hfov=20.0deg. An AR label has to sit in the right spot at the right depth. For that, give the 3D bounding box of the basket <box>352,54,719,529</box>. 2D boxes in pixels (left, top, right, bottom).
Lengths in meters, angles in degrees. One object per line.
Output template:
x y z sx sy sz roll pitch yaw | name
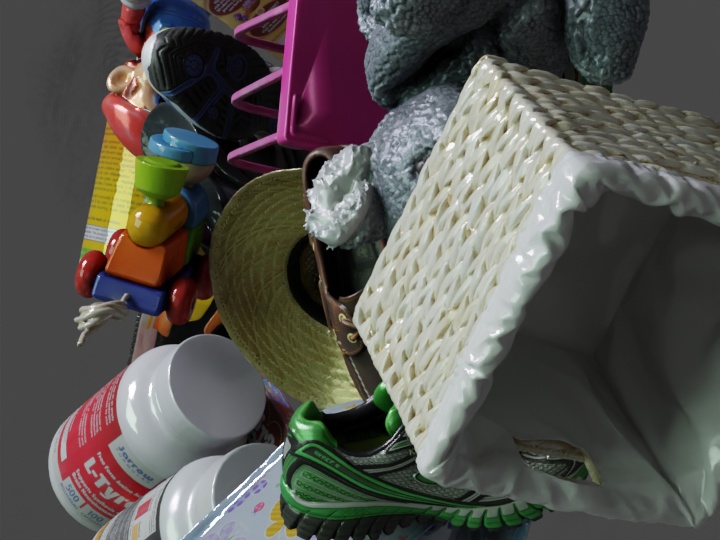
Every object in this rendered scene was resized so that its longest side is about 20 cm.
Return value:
0.127 0.009 1.129 0.201 0.197 0.161 -64 32 24 | basket

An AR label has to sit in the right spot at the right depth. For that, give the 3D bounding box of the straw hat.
0.000 0.000 1.438 0.201 0.201 0.085 -51 -4 37 | straw hat

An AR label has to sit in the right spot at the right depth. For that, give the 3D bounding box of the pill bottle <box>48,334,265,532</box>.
-0.157 0.127 1.604 0.200 0.112 0.113 -39 49 49 | pill bottle

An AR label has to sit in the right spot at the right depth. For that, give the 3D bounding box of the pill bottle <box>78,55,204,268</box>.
-0.166 -0.085 1.725 0.111 0.110 0.202 11 89 59 | pill bottle

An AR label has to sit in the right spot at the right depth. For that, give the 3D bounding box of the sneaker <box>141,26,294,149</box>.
-0.104 -0.134 1.543 0.077 0.200 0.076 13 85 36 | sneaker

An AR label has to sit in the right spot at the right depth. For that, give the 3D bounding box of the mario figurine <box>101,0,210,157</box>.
-0.138 -0.179 1.629 0.106 0.122 0.202 116 167 -78 | mario figurine

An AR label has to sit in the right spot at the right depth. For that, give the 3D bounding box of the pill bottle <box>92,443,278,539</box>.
-0.115 0.205 1.507 0.200 0.116 0.117 -38 49 49 | pill bottle

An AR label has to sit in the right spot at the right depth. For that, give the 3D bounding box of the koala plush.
0.059 -0.094 1.265 0.184 0.176 0.202 -176 96 -70 | koala plush

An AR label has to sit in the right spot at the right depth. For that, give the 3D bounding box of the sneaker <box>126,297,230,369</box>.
-0.137 0.069 1.670 0.201 0.089 0.070 105 -171 -54 | sneaker

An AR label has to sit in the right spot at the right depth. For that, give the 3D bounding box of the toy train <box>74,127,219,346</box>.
-0.147 -0.026 1.408 0.200 0.084 0.117 -52 -23 -73 | toy train

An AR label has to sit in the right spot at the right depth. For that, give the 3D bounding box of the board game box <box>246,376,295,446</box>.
-0.068 0.163 1.572 0.104 0.019 0.200 -65 33 20 | board game box

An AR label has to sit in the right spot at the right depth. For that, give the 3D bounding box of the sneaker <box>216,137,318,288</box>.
-0.072 -0.038 1.577 0.076 0.090 0.201 -57 38 29 | sneaker

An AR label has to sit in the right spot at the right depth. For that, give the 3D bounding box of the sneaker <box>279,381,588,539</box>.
0.049 0.108 1.233 0.078 0.198 0.086 -118 23 -59 | sneaker

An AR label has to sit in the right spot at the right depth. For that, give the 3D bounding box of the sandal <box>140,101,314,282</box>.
-0.110 -0.045 1.529 0.201 0.048 0.076 47 123 26 | sandal

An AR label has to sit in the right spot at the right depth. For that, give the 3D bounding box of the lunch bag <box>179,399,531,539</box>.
0.005 0.187 1.337 0.200 0.127 0.169 -45 37 -8 | lunch bag

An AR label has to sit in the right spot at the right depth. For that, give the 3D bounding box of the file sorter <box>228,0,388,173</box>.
-0.011 -0.166 1.461 0.125 0.138 0.202 -14 68 60 | file sorter

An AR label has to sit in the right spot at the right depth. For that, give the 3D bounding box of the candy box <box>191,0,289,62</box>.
-0.096 -0.237 1.571 0.056 0.199 0.117 -43 43 21 | candy box

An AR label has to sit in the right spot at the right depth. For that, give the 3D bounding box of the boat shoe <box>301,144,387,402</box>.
0.005 0.017 1.310 0.070 0.070 0.201 -23 80 20 | boat shoe

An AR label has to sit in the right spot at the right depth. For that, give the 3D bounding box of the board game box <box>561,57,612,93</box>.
0.115 -0.112 1.351 0.134 0.029 0.202 -9 73 57 | board game box
